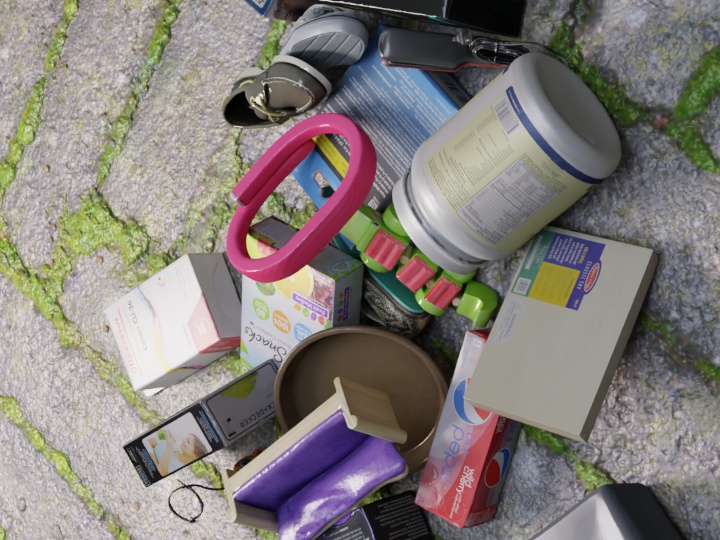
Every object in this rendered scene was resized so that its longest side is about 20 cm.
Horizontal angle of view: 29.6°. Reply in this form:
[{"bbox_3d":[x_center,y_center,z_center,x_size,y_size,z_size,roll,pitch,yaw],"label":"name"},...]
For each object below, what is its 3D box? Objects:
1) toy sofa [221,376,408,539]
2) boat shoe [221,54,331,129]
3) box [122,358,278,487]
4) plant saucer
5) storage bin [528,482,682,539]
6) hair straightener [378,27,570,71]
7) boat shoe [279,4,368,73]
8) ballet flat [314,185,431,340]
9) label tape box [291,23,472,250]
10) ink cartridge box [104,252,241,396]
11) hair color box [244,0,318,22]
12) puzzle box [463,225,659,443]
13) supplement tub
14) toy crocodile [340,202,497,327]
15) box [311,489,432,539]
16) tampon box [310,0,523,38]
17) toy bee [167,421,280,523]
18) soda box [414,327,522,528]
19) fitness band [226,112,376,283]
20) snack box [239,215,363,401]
[{"bbox_3d":[-0.048,0.210,1.434,0.200,0.083,0.098,-40,49,25],"label":"toy sofa"},{"bbox_3d":[-0.097,-0.193,1.521,0.060,0.072,0.201,-55,23,-15],"label":"boat shoe"},{"bbox_3d":[-0.177,0.178,1.580,0.200,0.116,0.060,-31,89,49],"label":"box"},{"bbox_3d":[0.005,0.141,1.478,0.198,0.030,0.201,5,119,9],"label":"plant saucer"},{"bbox_3d":[0.227,0.303,1.322,0.200,0.145,0.135,-45,57,28],"label":"storage bin"},{"bbox_3d":[0.114,-0.215,1.373,0.198,0.077,0.041,12,89,7],"label":"hair straightener"},{"bbox_3d":[-0.046,-0.259,1.483,0.200,0.073,0.067,-11,64,64],"label":"boat shoe"},{"bbox_3d":[0.000,0.000,1.512,0.200,0.068,0.075,52,133,20],"label":"ballet flat"},{"bbox_3d":[0.024,-0.143,1.483,0.200,0.063,0.144,-51,64,26],"label":"label tape box"},{"bbox_3d":[-0.239,0.073,1.681,0.199,0.067,0.117,-32,74,33],"label":"ink cartridge box"},{"bbox_3d":[-0.049,-0.374,1.503,0.061,0.100,0.201,44,116,24],"label":"hair color box"},{"bbox_3d":[0.198,0.057,1.336,0.132,0.025,0.201,15,73,35],"label":"puzzle box"},{"bbox_3d":[0.142,-0.102,1.350,0.200,0.145,0.146,-40,70,30],"label":"supplement tub"},{"bbox_3d":[0.057,-0.007,1.437,0.199,0.062,0.068,37,117,-4],"label":"toy crocodile"},{"bbox_3d":[0.024,0.359,1.481,0.122,0.106,0.201,-29,75,33],"label":"box"},{"bbox_3d":[0.055,-0.323,1.399,0.199,0.149,0.127,16,101,34],"label":"tampon box"},{"bbox_3d":[-0.107,0.234,1.583,0.199,0.109,0.132,16,110,5],"label":"toy bee"},{"bbox_3d":[0.124,0.164,1.426,0.070,0.063,0.201,24,105,32],"label":"soda box"},{"bbox_3d":[-0.068,-0.078,1.444,0.200,0.037,0.144,-48,43,6],"label":"fitness band"},{"bbox_3d":[-0.069,0.058,1.529,0.142,0.053,0.201,29,130,33],"label":"snack box"}]
